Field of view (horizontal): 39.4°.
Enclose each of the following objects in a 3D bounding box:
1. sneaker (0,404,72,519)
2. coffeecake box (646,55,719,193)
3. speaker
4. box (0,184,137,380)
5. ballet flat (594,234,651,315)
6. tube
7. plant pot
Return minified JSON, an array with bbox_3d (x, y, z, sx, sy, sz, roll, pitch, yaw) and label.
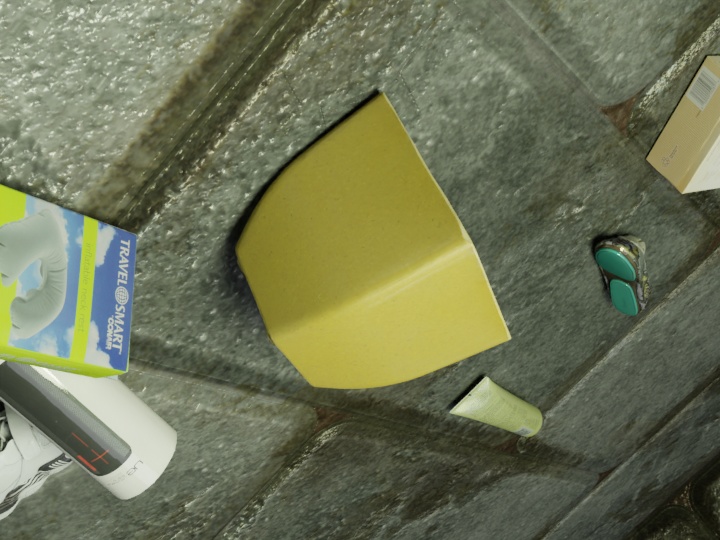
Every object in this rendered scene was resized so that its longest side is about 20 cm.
[{"bbox_3d":[-0.336,0.160,0.930,0.200,0.076,0.114,-43,148,14],"label":"sneaker"},{"bbox_3d":[0.478,-0.186,1.256,0.197,0.073,0.155,-9,138,-35],"label":"coffeecake box"},{"bbox_3d":[-0.251,0.111,0.874,0.081,0.081,0.201,-37,120,3],"label":"speaker"},{"bbox_3d":[-0.250,0.012,0.793,0.047,0.124,0.199,-10,161,33],"label":"box"},{"bbox_3d":[0.367,-0.009,1.388,0.072,0.072,0.201,-36,147,0],"label":"ballet flat"},{"bbox_3d":[0.210,0.206,1.513,0.199,0.051,0.059,27,71,-50],"label":"tube"},{"bbox_3d":[0.000,0.000,0.949,0.198,0.197,0.195,-30,147,2],"label":"plant pot"}]
